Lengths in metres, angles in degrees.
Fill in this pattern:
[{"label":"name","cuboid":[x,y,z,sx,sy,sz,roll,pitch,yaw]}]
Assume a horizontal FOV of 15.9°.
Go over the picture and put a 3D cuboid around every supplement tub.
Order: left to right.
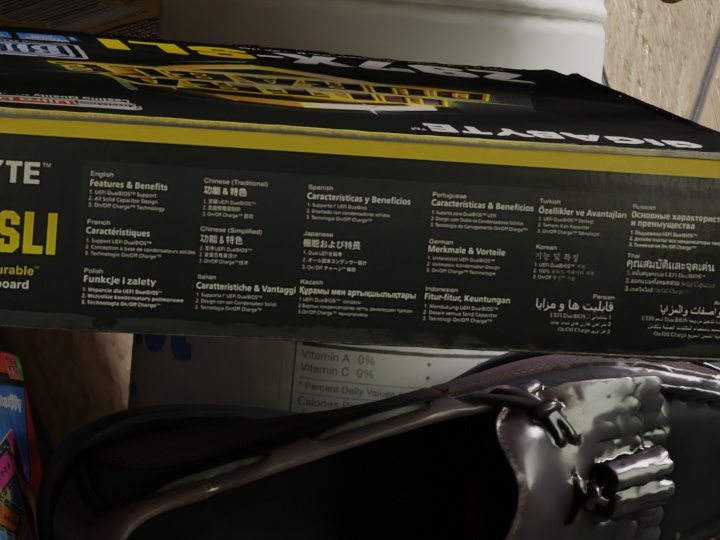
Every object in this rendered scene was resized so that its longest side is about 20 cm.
[{"label":"supplement tub","cuboid":[0.000,0.000,0.746,0.132,0.131,0.201,-7,103,-70]}]

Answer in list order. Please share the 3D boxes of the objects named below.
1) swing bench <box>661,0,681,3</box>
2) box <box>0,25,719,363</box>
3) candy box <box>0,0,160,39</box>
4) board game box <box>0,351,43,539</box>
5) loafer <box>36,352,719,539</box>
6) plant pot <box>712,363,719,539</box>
[{"label":"swing bench","cuboid":[0.043,-0.158,0.617,0.199,0.200,0.130,20,103,-53]},{"label":"box","cuboid":[-0.023,-0.022,0.588,0.160,0.199,0.050,-141,-124,-75]},{"label":"candy box","cuboid":[-0.074,-0.125,0.814,0.200,0.056,0.117,16,62,-66]},{"label":"board game box","cuboid":[-0.094,0.068,0.595,0.200,0.019,0.104,55,24,-86]},{"label":"loafer","cuboid":[0.019,0.062,0.657,0.063,0.199,0.072,-152,-122,-74]},{"label":"plant pot","cuboid":[0.130,0.104,1.022,0.180,0.199,0.201,47,35,-44]}]
